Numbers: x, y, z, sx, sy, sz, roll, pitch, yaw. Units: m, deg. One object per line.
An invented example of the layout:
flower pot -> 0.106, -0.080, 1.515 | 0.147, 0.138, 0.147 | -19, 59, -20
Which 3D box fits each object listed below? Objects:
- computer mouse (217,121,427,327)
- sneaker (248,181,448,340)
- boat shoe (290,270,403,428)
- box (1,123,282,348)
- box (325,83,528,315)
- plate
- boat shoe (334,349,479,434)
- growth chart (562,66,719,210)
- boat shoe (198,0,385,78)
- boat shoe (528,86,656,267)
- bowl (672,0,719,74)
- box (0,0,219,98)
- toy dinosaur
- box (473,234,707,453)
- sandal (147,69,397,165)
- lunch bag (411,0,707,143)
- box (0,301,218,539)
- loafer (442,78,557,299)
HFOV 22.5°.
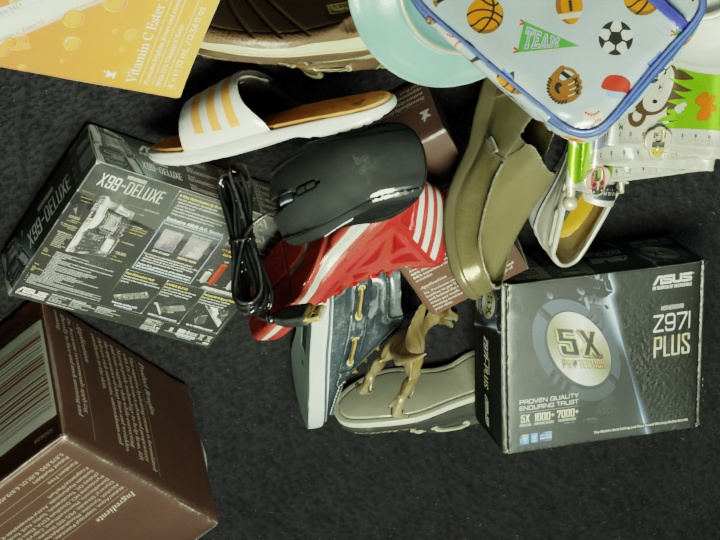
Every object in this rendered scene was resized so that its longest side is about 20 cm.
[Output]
computer mouse -> -0.035, -0.032, 1.384 | 0.199, 0.142, 0.046 | -12, 171, 34
sneaker -> 0.000, 0.000, 1.469 | 0.115, 0.079, 0.200 | 21, 130, -30
boat shoe -> -0.011, 0.066, 1.638 | 0.090, 0.071, 0.201 | -9, 137, -14
box -> -0.175, -0.024, 1.502 | 0.199, 0.050, 0.158 | 17, 127, -33
box -> 0.057, -0.059, 1.532 | 0.099, 0.075, 0.200 | -26, 139, 9
plate -> 0.083, -0.229, 1.350 | 0.198, 0.026, 0.202 | -12, 119, -22
boat shoe -> 0.071, 0.126, 1.731 | 0.198, 0.074, 0.061 | -17, 134, -14
growth chart -> 0.254, -0.137, 1.510 | 0.198, 0.018, 0.146 | -12, 113, -22
boat shoe -> -0.038, -0.175, 1.380 | 0.200, 0.075, 0.075 | -5, 142, -16
boat shoe -> 0.205, -0.086, 1.558 | 0.070, 0.070, 0.201 | 7, 132, -25
bowl -> 0.254, -0.237, 1.320 | 0.201, 0.201, 0.090 | -47, 172, 28
box -> -0.205, -0.212, 1.262 | 0.198, 0.098, 0.125 | 7, 132, -25
toy dinosaur -> 0.037, 0.074, 1.609 | 0.058, 0.200, 0.102 | 25, 106, 7
box -> 0.210, 0.066, 1.659 | 0.198, 0.086, 0.166 | -6, 109, -13
sandal -> -0.072, -0.130, 1.404 | 0.205, 0.079, 0.060 | -11, 105, 18
lunch bag -> 0.137, -0.201, 1.275 | 0.160, 0.200, 0.076 | -48, 174, 6
box -> -0.258, 0.164, 1.580 | 0.164, 0.167, 0.200 | -36, 134, 17
loafer -> 0.117, -0.074, 1.449 | 0.067, 0.202, 0.076 | 4, 164, 28
